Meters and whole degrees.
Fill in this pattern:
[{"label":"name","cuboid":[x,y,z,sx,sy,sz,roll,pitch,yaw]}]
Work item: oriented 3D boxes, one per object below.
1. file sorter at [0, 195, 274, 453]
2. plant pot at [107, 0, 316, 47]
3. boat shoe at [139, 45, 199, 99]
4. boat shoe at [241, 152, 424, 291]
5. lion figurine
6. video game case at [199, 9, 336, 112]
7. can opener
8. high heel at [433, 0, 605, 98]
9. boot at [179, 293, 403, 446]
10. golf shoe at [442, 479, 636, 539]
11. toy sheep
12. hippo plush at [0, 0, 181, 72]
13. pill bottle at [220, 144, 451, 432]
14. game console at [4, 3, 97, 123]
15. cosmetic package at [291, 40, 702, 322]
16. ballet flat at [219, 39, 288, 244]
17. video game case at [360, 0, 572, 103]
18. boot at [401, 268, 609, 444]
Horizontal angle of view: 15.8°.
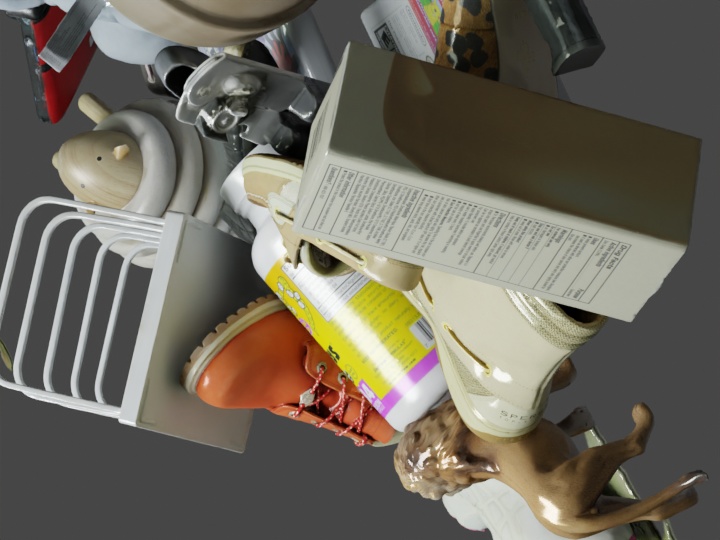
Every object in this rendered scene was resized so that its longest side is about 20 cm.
[{"label":"file sorter","cuboid":[-0.152,0.035,1.762,0.124,0.140,0.200,11,175,19]},{"label":"plant pot","cuboid":[-0.055,-0.246,1.497,0.173,0.199,0.201,-17,99,53]},{"label":"boat shoe","cuboid":[-0.160,-0.214,1.898,0.057,0.067,0.201,-4,116,34]},{"label":"boat shoe","cuboid":[-0.019,-0.029,1.551,0.200,0.074,0.067,17,96,63]},{"label":"lion figurine","cuboid":[0.111,0.119,1.583,0.200,0.122,0.073,25,137,58]},{"label":"video game case","cuboid":[-0.040,-0.085,1.820,0.201,0.023,0.182,67,159,-7]},{"label":"can opener","cuboid":[-0.042,-0.105,1.612,0.053,0.199,0.067,-53,52,22]},{"label":"high heel","cuboid":[0.059,-0.143,1.453,0.200,0.071,0.143,-43,65,54]},{"label":"boot","cuboid":[-0.026,0.073,1.725,0.107,0.199,0.075,51,127,29]},{"label":"golf shoe","cuboid":[0.107,0.138,1.688,0.200,0.075,0.092,26,134,56]},{"label":"toy sheep","cuboid":[-0.144,-0.065,1.928,0.137,0.199,0.139,-8,78,43]},{"label":"hippo plush","cuboid":[-0.133,-0.187,1.763,0.159,0.200,0.161,36,170,16]},{"label":"pill bottle","cuboid":[0.000,0.000,1.686,0.200,0.104,0.104,49,157,8]},{"label":"game console","cuboid":[-0.252,-0.236,1.890,0.118,0.201,0.173,9,138,12]},{"label":"cosmetic package","cuboid":[0.072,-0.046,1.389,0.105,0.199,0.072,121,163,-63]},{"label":"ballet flat","cuboid":[-0.081,-0.083,1.765,0.056,0.067,0.201,21,145,19]},{"label":"video game case","cuboid":[0.079,-0.091,1.558,0.201,0.023,0.182,65,159,1]},{"label":"boot","cuboid":[0.074,-0.017,1.524,0.156,0.072,0.201,119,135,-57]}]
